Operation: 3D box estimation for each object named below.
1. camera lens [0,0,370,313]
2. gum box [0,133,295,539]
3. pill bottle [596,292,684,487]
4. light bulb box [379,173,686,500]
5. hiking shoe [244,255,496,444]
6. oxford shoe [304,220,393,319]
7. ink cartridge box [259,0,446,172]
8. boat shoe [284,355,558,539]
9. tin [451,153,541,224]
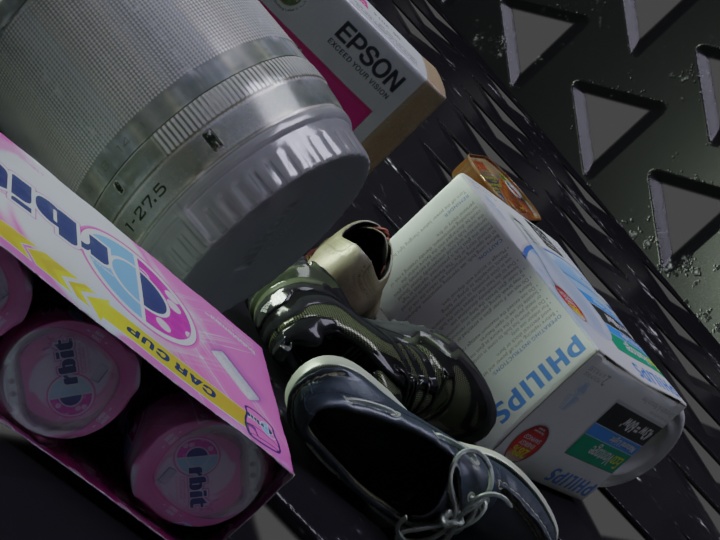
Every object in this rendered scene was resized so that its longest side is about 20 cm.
[{"bbox_3d":[-0.110,-0.091,0.964,0.200,0.160,0.160,50,13,12],"label":"camera lens"},{"bbox_3d":[-0.127,0.026,0.770,0.200,0.066,0.114,41,13,-25],"label":"gum box"},{"bbox_3d":[0.195,0.086,1.548,0.112,0.112,0.200,33,19,-47],"label":"pill bottle"},{"bbox_3d":[0.131,0.058,1.395,0.198,0.125,0.200,29,22,-56],"label":"light bulb box"},{"bbox_3d":[0.010,0.076,1.096,0.199,0.076,0.101,30,28,-28],"label":"hiking shoe"},{"bbox_3d":[0.000,0.000,1.246,0.070,0.075,0.200,46,13,-3],"label":"oxford shoe"},{"bbox_3d":[-0.062,-0.148,1.285,0.200,0.165,0.075,42,13,-20],"label":"ink cartridge box"},{"bbox_3d":[0.040,0.124,1.013,0.200,0.075,0.062,42,12,-19],"label":"boat shoe"},{"bbox_3d":[0.170,-0.094,2.172,0.112,0.042,0.200,54,13,8],"label":"tin"}]
